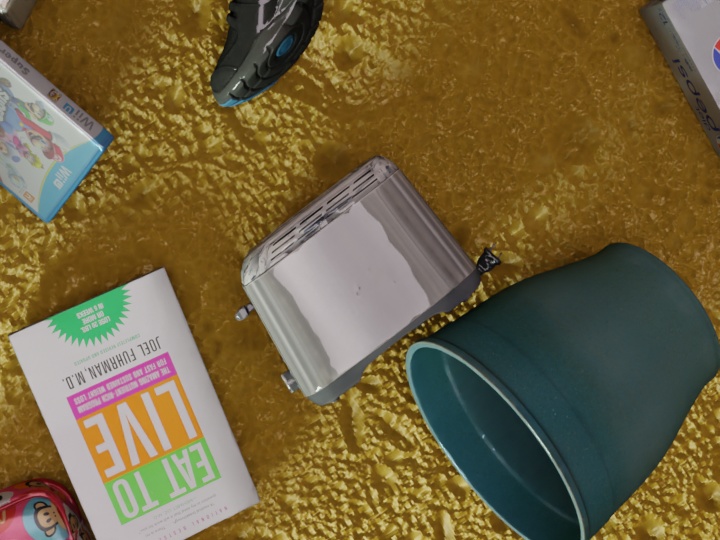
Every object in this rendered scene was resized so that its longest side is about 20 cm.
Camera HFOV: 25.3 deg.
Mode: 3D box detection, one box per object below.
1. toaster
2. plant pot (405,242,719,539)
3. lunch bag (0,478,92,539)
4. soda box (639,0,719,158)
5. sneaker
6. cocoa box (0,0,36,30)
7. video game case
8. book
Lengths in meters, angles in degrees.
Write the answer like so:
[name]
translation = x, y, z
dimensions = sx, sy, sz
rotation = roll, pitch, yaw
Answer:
[toaster]
translation = 0.000, 0.000, 1.243
dimensions = 0.199, 0.114, 0.130
rotation = -37, 95, -2
[plant pot]
translation = 0.168, 0.082, 1.239
dimensions = 0.187, 0.200, 0.201
rotation = -37, 98, -18
[lunch bag]
translation = -0.276, 0.279, 1.239
dimensions = 0.175, 0.082, 0.202
rotation = -22, 97, -5
[soda box]
translation = 0.306, -0.143, 1.296
dimensions = 0.063, 0.068, 0.201
rotation = -31, 97, -3
[sneaker]
translation = -0.067, -0.220, 1.233
dimensions = 0.082, 0.073, 0.201
rotation = 36, 109, 12
[cocoa box]
translation = -0.306, -0.289, 1.171
dimensions = 0.199, 0.133, 0.132
rotation = 31, 88, -8
[video game case]
translation = -0.284, -0.130, 1.187
dimensions = 0.200, 0.143, 0.018
rotation = 40, 56, -8
[book]
translation = -0.176, 0.116, 1.265
dimensions = 0.133, 0.048, 0.202
rotation = -24, 95, -9
